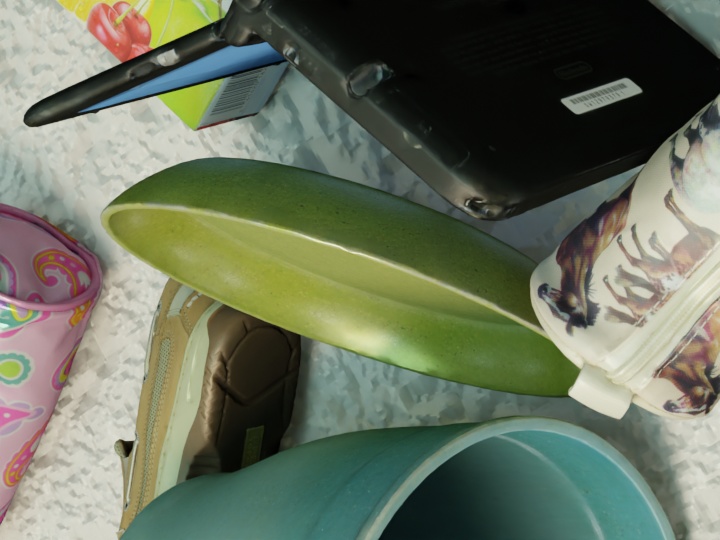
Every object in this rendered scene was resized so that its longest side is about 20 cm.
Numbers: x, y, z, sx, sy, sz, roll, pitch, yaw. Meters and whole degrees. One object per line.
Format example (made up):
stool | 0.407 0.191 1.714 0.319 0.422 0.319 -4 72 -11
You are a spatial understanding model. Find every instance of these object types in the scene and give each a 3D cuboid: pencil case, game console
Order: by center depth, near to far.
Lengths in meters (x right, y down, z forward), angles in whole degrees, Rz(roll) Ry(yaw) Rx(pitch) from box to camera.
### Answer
pencil case | 0.143 -0.035 0.816 0.078 0.089 0.200 42 113 1
game console | 0.014 -0.059 0.898 0.176 0.200 0.116 42 123 18
pencil case | -0.191 0.065 1.146 0.087 0.087 0.200 41 121 19

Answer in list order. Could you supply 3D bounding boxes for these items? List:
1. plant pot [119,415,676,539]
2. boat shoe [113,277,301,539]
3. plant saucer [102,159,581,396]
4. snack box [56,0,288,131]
plant pot | -0.001 0.152 0.982 0.188 0.200 0.200 1 104 48
boat shoe | -0.078 0.095 1.095 0.076 0.072 0.200 29 110 42
plant saucer | 0.000 0.000 0.940 0.200 0.200 0.031 13 77 32
snack box | -0.059 -0.179 1.008 0.142 0.053 0.200 43 122 16
